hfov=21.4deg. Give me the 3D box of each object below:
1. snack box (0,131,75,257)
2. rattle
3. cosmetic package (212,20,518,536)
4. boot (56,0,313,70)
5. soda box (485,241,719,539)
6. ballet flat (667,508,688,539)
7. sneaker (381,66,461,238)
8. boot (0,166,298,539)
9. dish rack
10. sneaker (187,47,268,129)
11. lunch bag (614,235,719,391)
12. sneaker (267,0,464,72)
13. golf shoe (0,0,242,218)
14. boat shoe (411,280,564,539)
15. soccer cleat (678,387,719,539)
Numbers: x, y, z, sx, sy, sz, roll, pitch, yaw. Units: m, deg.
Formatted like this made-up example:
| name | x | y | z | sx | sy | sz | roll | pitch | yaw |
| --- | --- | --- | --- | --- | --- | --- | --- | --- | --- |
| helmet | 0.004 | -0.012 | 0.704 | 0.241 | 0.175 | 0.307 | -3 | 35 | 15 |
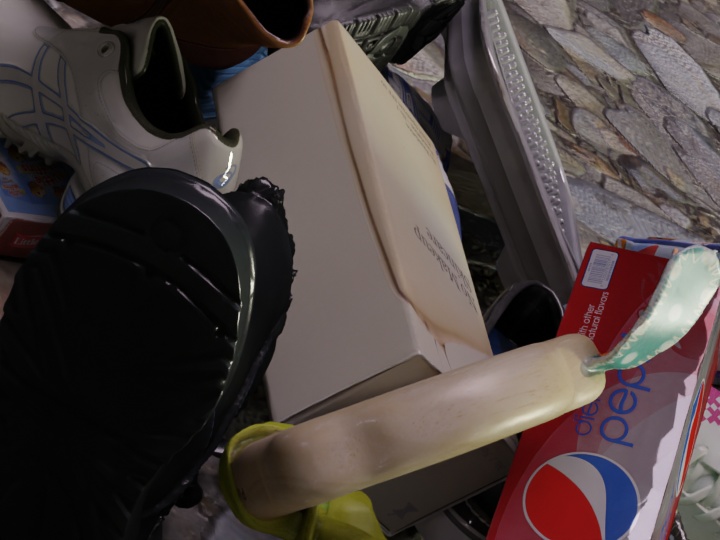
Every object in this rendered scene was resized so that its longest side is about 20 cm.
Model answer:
| name | x | y | z | sx | sy | sz | roll | pitch | yaw |
| --- | --- | --- | --- | --- | --- | --- | --- | --- | --- |
| snack box | -0.099 | -0.030 | 0.883 | 0.199 | 0.024 | 0.072 | 7 | 39 | -45 |
| rattle | 0.060 | 0.084 | 0.681 | 0.199 | 0.130 | 0.144 | -14 | 67 | -28 |
| cosmetic package | 0.000 | 0.000 | 0.832 | 0.104 | 0.073 | 0.201 | 47 | 21 | -46 |
| boot | -0.117 | -0.140 | 0.807 | 0.188 | 0.069 | 0.200 | 36 | -1 | -10 |
| soda box | 0.095 | 0.087 | 0.768 | 0.063 | 0.070 | 0.201 | 13 | 52 | 15 |
| ballet flat | 0.109 | 0.136 | 0.807 | 0.072 | 0.072 | 0.201 | 18 | 36 | -32 |
| sneaker | 0.023 | -0.059 | 1.020 | 0.088 | 0.075 | 0.201 | 16 | 33 | -36 |
| boot | -0.063 | 0.018 | 0.660 | 0.073 | 0.199 | 0.163 | 27 | 35 | 6 |
| dish rack | 0.080 | -0.075 | 1.073 | 0.200 | 0.043 | 0.172 | -83 | 152 | -65 |
| sneaker | -0.077 | -0.114 | 0.989 | 0.076 | 0.081 | 0.200 | 35 | 37 | -5 |
| lunch bag | 0.230 | 0.044 | 1.019 | 0.160 | 0.076 | 0.200 | 24 | -1 | -36 |
| sneaker | -0.010 | -0.140 | 0.959 | 0.091 | 0.076 | 0.200 | 44 | 25 | 2 |
| golf shoe | -0.107 | -0.078 | 0.814 | 0.078 | 0.098 | 0.200 | 0 | 41 | -46 |
| boat shoe | 0.069 | 0.064 | 0.883 | 0.070 | 0.066 | 0.200 | 34 | 26 | -4 |
| soccer cleat | 0.185 | 0.108 | 0.938 | 0.199 | 0.070 | 0.087 | 20 | 26 | -36 |
